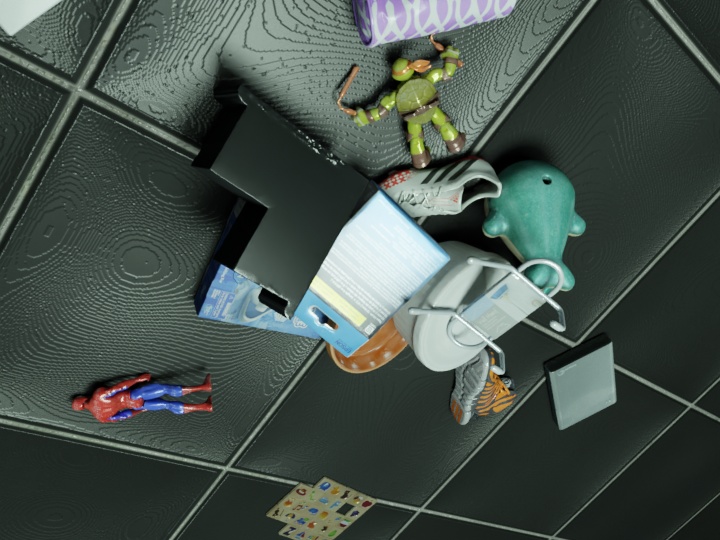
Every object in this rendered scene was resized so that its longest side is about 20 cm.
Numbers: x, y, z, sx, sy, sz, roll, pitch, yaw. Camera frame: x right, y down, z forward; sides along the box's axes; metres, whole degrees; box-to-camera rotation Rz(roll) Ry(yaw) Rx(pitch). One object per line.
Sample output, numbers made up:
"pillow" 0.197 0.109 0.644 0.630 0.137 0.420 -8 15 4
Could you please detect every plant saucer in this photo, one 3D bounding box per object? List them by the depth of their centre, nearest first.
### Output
"plant saucer" 0.026 0.067 1.038 0.200 0.032 0.201 -24 132 -30

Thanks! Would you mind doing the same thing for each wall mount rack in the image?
"wall mount rack" 0.171 0.050 0.901 0.174 0.075 0.200 37 124 -13

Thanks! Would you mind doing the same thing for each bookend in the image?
"bookend" -0.127 -0.079 0.802 0.198 0.092 0.201 32 84 -32

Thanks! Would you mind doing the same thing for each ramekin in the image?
"ramekin" 0.137 0.047 1.032 0.202 0.094 0.203 -24 132 -29

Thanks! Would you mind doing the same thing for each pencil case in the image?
"pencil case" 0.086 -0.322 0.781 0.199 0.084 0.086 -18 94 -13

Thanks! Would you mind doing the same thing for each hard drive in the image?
"hard drive" 0.451 0.230 1.368 0.139 0.033 0.200 -26 130 -4

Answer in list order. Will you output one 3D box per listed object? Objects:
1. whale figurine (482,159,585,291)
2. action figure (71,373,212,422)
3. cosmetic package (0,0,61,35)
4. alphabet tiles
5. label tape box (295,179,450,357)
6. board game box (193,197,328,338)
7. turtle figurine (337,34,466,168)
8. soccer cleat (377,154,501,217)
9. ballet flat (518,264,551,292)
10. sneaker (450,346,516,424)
"whale figurine" 0.254 -0.069 0.953 0.158 0.201 0.104 0 151 -11
"action figure" -0.325 0.190 1.000 0.199 0.052 0.066 -4 120 -15
"cosmetic package" -0.285 -0.326 0.619 0.200 0.081 0.113 -31 130 2
"alphabet tiles" -0.086 0.485 1.344 0.167 0.008 0.200 -44 128 12
"label tape box" 0.000 0.000 0.912 0.143 0.066 0.200 41 101 -22
"board game box" -0.107 -0.005 0.952 0.198 0.043 0.200 13 118 -31
"turtle figurine" 0.084 -0.218 0.863 0.200 0.064 0.161 -33 130 2
"soccer cleat" 0.102 -0.107 0.939 0.199 0.085 0.069 -17 129 -11
"ballet flat" 0.271 0.017 1.058 0.068 0.062 0.200 -53 165 8
"sneaker" 0.236 0.199 1.236 0.112 0.078 0.200 -12 139 -20
